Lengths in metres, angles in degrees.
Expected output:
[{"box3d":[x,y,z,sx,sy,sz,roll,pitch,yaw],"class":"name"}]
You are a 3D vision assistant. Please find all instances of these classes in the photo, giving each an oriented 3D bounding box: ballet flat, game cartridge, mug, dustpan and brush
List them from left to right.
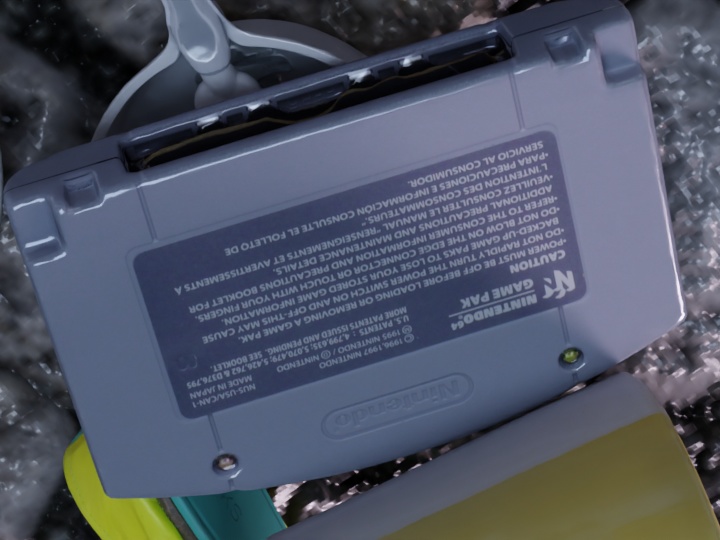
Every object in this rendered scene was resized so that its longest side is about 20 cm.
[{"box3d":[-0.041,-0.054,0.866,0.139,0.057,0.200,-13,116,11],"class":"dustpan and brush"},{"box3d":[-0.040,0.127,0.966,0.067,0.067,0.200,-17,113,36],"class":"ballet flat"},{"box3d":[0.000,0.000,0.861,0.199,0.041,0.133,-17,121,-4],"class":"game cartridge"},{"box3d":[0.038,0.120,0.864,0.153,0.187,0.150,-16,75,-6],"class":"mug"}]

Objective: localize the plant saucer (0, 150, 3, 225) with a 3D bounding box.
[{"box3d":[-0.216,-0.031,0.882,0.199,0.050,0.201,-2,102,-7],"class":"plant saucer"}]
